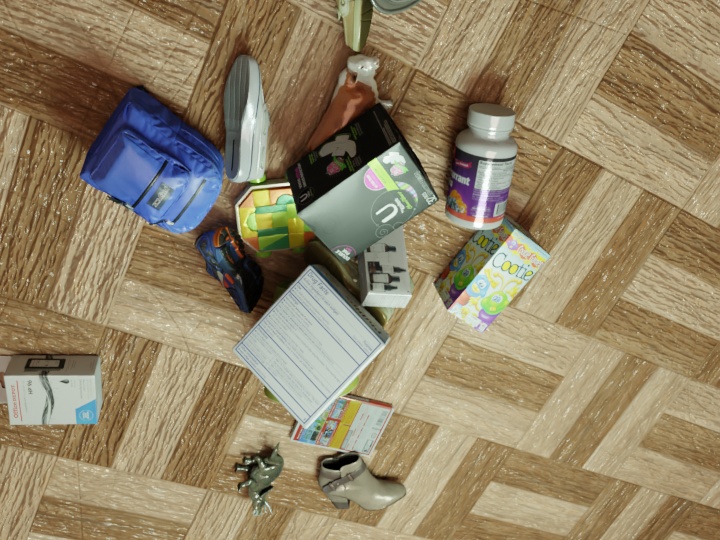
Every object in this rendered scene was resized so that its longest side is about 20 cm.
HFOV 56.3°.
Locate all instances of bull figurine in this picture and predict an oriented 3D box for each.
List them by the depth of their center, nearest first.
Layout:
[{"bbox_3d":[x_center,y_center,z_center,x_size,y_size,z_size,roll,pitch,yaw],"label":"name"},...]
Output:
[{"bbox_3d":[-0.011,-0.264,1.132,0.120,0.066,0.201,22,116,-29],"label":"bull figurine"}]

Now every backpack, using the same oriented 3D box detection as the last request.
[{"bbox_3d":[-0.322,-0.152,1.070,0.199,0.169,0.162,34,114,-30],"label":"backpack"}]

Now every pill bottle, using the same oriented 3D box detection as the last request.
[{"bbox_3d":[0.217,-0.186,1.199,0.109,0.112,0.204,0,118,-12],"label":"pill bottle"}]

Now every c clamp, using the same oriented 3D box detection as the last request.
[{"bbox_3d":[0.082,-0.497,1.024,0.168,0.027,0.203,-14,125,-29],"label":"c clamp"}]

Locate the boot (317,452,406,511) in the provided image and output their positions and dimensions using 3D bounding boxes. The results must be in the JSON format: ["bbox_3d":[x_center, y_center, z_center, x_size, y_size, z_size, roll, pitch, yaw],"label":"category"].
[{"bbox_3d":[0.002,0.476,1.533,0.196,0.071,0.149,-12,122,-3],"label":"boot"}]

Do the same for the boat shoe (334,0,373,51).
[{"bbox_3d":[-0.018,-0.445,1.036,0.062,0.073,0.204,7,121,15],"label":"boat shoe"}]

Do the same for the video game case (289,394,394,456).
[{"bbox_3d":[-0.041,0.335,1.479,0.197,0.018,0.145,17,113,-20],"label":"video game case"}]

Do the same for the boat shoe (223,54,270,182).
[{"bbox_3d":[-0.183,-0.248,1.111,0.066,0.073,0.204,-9,117,-45],"label":"boat shoe"}]

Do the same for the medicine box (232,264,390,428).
[{"bbox_3d":[-0.080,0.124,1.140,0.182,0.103,0.200,45,95,5],"label":"medicine box"}]

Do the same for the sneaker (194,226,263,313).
[{"bbox_3d":[-0.237,-0.002,1.230,0.077,0.076,0.202,6,135,26],"label":"sneaker"}]

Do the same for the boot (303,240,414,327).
[{"bbox_3d":[0.000,0.000,1.248,0.200,0.155,0.072,43,131,3],"label":"boot"}]

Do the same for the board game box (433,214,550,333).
[{"bbox_3d":[0.252,0.000,1.311,0.102,0.105,0.201,31,107,-25],"label":"board game box"}]

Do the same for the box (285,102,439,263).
[{"bbox_3d":[0.001,-0.140,1.111,0.198,0.125,0.149,-32,133,13],"label":"box"}]

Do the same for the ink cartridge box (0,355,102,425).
[{"bbox_3d":[-0.597,0.226,1.269,0.196,0.068,0.118,2,118,-13],"label":"ink cartridge box"}]

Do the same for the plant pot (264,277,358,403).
[{"bbox_3d":[-0.102,0.120,1.273,0.183,0.187,0.205,-7,102,-8],"label":"plant pot"}]

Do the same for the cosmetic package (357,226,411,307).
[{"bbox_3d":[0.037,-0.036,1.192,0.081,0.204,0.051,4,150,-16],"label":"cosmetic package"}]

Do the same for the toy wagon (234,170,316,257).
[{"bbox_3d":[-0.124,-0.104,1.210,0.196,0.040,0.158,-6,119,-9],"label":"toy wagon"}]

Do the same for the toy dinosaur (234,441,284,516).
[{"bbox_3d":[-0.213,0.439,1.478,0.101,0.077,0.203,17,109,-33],"label":"toy dinosaur"}]
